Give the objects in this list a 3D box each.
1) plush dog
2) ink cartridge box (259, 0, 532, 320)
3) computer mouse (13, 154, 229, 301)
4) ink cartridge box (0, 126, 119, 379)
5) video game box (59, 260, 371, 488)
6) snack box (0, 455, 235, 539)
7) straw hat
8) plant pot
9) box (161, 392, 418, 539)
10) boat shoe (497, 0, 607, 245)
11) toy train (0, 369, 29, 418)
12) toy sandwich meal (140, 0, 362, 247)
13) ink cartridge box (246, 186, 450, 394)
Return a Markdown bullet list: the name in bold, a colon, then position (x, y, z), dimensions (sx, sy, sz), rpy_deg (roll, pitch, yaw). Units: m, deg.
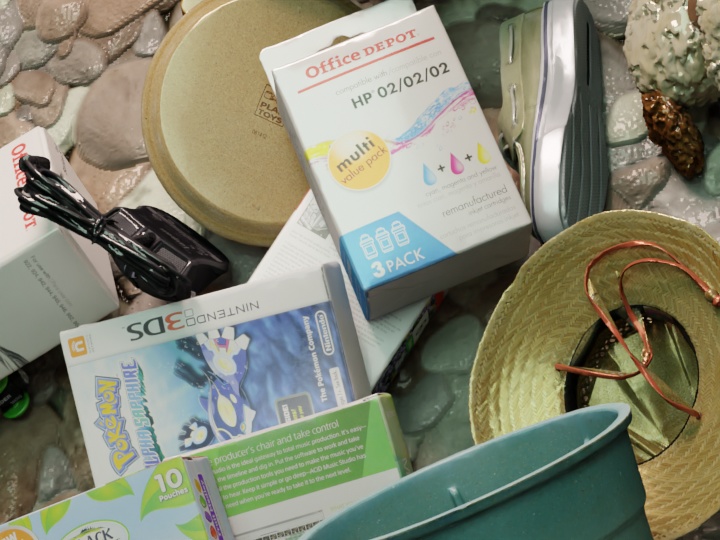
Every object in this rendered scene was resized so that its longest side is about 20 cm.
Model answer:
- **plush dog**: position (0.240, -0.155, 1.344), dimensions (0.171, 0.160, 0.201), rpy_deg (-10, 58, 44)
- **ink cartridge box**: position (0.017, -0.086, 1.348), dimensions (0.115, 0.068, 0.201), rpy_deg (-22, 72, -4)
- **computer mouse**: position (-0.162, -0.023, 1.386), dimensions (0.140, 0.200, 0.046), rpy_deg (35, 96, 3)
- **ink cartridge box**: position (-0.274, 0.010, 1.459), dimensions (0.199, 0.084, 0.146), rpy_deg (-30, 35, 5)
- **video game box**: position (-0.079, 0.111, 1.327), dimensions (0.181, 0.047, 0.201), rpy_deg (-15, 88, 17)
- **snack box**: position (-0.127, 0.226, 1.247), dimensions (0.142, 0.053, 0.201), rpy_deg (-21, 80, 12)
- **straw hat**: position (0.169, 0.071, 1.272), dimensions (0.200, 0.085, 0.202), rpy_deg (-5, 78, 26)
- **plant pot**: position (0.091, 0.201, 1.154), dimensions (0.199, 0.200, 0.197), rpy_deg (-23, 93, 9)
- **box**: position (-0.023, 0.188, 1.272), dimensions (0.144, 0.036, 0.201), rpy_deg (-17, 87, 13)
- **boat shoe**: position (0.122, -0.092, 1.397), dimensions (0.062, 0.072, 0.201), rpy_deg (-15, 48, 26)
- **toy train**: position (-0.314, 0.124, 1.471), dimensions (0.200, 0.042, 0.056), rpy_deg (-37, 47, 0)
- **toy sandwich meal**: position (-0.061, -0.112, 1.469), dimensions (0.204, 0.070, 0.207), rpy_deg (0, 82, -2)
- **ink cartridge box**: position (0.000, 0.000, 1.385), dimensions (0.109, 0.050, 0.201), rpy_deg (30, 77, 12)
